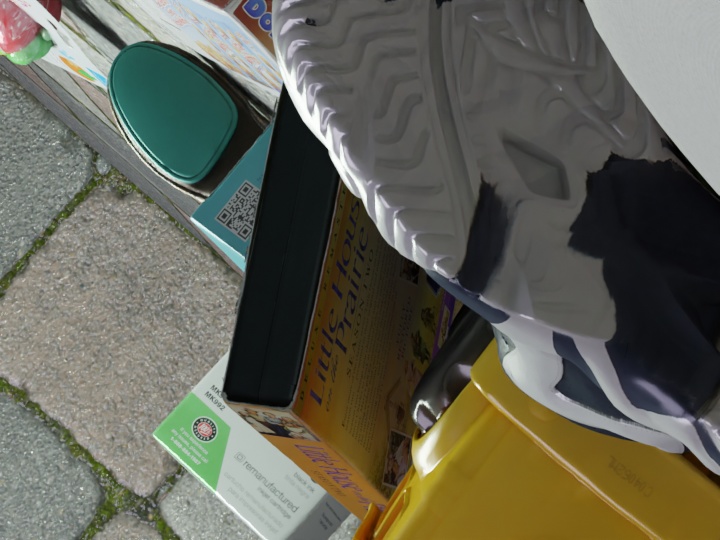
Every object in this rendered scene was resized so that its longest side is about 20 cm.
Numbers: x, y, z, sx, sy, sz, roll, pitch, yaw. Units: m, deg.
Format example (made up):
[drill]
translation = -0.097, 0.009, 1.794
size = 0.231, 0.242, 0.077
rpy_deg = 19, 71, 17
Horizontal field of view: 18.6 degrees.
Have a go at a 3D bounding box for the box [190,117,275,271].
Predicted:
[box]
translation = 0.000, 0.000, 1.110
size = 0.049, 0.082, 0.200
rpy_deg = 36, 173, 37

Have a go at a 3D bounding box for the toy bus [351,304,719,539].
[toy bus]
translation = 0.055, 0.100, 0.768
size = 0.135, 0.192, 0.200
rpy_deg = 37, -168, -1

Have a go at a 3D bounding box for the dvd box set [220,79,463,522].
[dvd box set]
translation = 0.004, 0.009, 0.821
size = 0.029, 0.147, 0.200
rpy_deg = 5, 163, 18

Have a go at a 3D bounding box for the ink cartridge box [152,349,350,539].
[ink cartridge box]
translation = -0.040, 0.109, 1.725
size = 0.146, 0.200, 0.084
rpy_deg = 39, 172, 21

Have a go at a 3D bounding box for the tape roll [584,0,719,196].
[tape roll]
translation = 0.120, -0.004, 0.352
size = 0.203, 0.037, 0.203
rpy_deg = 41, 175, 4

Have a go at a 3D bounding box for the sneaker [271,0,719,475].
[sneaker]
translation = 0.048, -0.012, 0.601
size = 0.199, 0.080, 0.130
rpy_deg = 32, 169, -11

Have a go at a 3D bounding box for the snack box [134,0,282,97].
[snack box]
translation = -0.064, -0.112, 0.948
size = 0.072, 0.024, 0.200
rpy_deg = 45, 174, -29

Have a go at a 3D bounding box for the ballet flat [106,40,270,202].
[ballet flat]
translation = -0.065, -0.057, 1.237
size = 0.200, 0.068, 0.067
rpy_deg = 41, -177, 26

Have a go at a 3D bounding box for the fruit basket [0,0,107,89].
[fruit basket]
translation = -0.271, -0.189, 1.544
size = 0.200, 0.094, 0.185
rpy_deg = 34, 172, 35
